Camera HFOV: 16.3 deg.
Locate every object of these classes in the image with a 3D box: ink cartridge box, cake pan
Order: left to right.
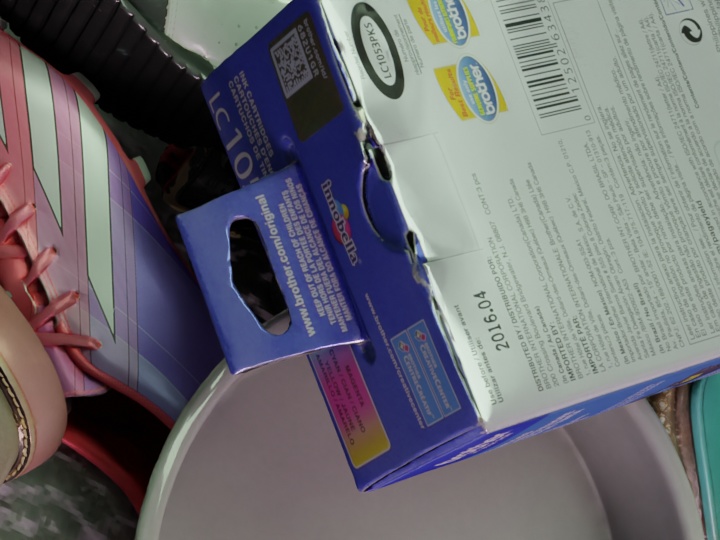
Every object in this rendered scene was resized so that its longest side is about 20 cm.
[{"bbox_3d":[0.016,0.102,0.774,0.200,0.037,0.201,4,81,-26],"label":"cake pan"},{"bbox_3d":[0.045,-0.021,0.746,0.200,0.076,0.137,-14,79,-36],"label":"ink cartridge box"}]

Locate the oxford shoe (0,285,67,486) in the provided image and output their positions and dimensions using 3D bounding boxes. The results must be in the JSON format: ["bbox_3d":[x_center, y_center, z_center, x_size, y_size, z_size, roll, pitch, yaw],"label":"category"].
[{"bbox_3d":[-0.170,-0.008,0.726,0.200,0.071,0.074,48,42,-1],"label":"oxford shoe"}]

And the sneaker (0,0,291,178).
[{"bbox_3d":[-0.036,-0.083,0.813,0.200,0.074,0.089,32,67,-12],"label":"sneaker"}]

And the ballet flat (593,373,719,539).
[{"bbox_3d":[0.110,0.119,0.872,0.070,0.065,0.201,-19,103,-53],"label":"ballet flat"}]

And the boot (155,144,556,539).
[{"bbox_3d":[0.000,0.000,0.872,0.150,0.073,0.200,29,52,-15],"label":"boot"}]

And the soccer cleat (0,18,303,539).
[{"bbox_3d":[-0.095,0.001,0.793,0.200,0.067,0.076,51,44,-2],"label":"soccer cleat"}]
